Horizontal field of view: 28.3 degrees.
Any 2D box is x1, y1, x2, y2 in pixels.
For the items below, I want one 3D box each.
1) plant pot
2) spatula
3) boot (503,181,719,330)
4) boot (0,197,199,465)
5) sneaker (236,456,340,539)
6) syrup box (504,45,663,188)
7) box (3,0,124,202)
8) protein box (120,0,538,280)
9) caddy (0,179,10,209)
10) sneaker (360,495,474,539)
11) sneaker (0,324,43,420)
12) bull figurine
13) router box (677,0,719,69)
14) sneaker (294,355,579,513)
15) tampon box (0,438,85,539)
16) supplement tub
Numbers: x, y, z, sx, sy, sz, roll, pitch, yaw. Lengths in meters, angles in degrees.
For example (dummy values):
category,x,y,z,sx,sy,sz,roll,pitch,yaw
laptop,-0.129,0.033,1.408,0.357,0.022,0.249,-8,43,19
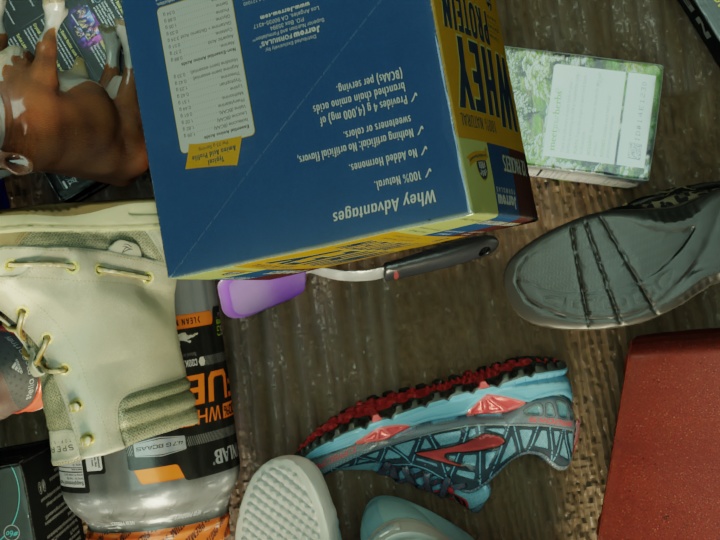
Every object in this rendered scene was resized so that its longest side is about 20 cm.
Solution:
category,x,y,z,sx,sy,sz,roll,pitch,yaw
plant pot,0.252,0.125,0.924,0.176,0.200,0.200,9,91,13
spatula,0.000,0.000,0.998,0.200,0.057,0.021,-9,54,-5
boot,0.187,-0.014,0.936,0.200,0.151,0.073,-21,91,1
boot,-0.194,0.040,0.845,0.200,0.072,0.155,-8,92,-30
sneaker,-0.033,0.215,0.974,0.074,0.082,0.200,1,103,23
syrup box,0.098,-0.108,0.973,0.200,0.081,0.079,7,90,4
box,-0.188,-0.171,1.001,0.160,0.044,0.200,-31,89,2
protein box,-0.019,-0.109,0.874,0.198,0.135,0.200,-12,86,22
caddy,-0.293,-0.045,0.940,0.105,0.141,0.200,-18,56,-7
sneaker,0.076,0.220,0.986,0.074,0.082,0.200,-39,114,9
sneaker,-0.284,0.080,0.947,0.200,0.082,0.077,-24,87,42
bull figurine,-0.195,-0.107,0.891,0.065,0.200,0.122,7,91,24
router box,0.268,-0.252,0.979,0.149,0.051,0.200,-33,90,4
sneaker,0.055,0.126,0.979,0.200,0.079,0.096,-15,92,2
tampon box,-0.266,0.230,0.967,0.150,0.126,0.200,-9,91,3
supplement tub,-0.148,0.087,0.964,0.122,0.123,0.200,-8,91,2
